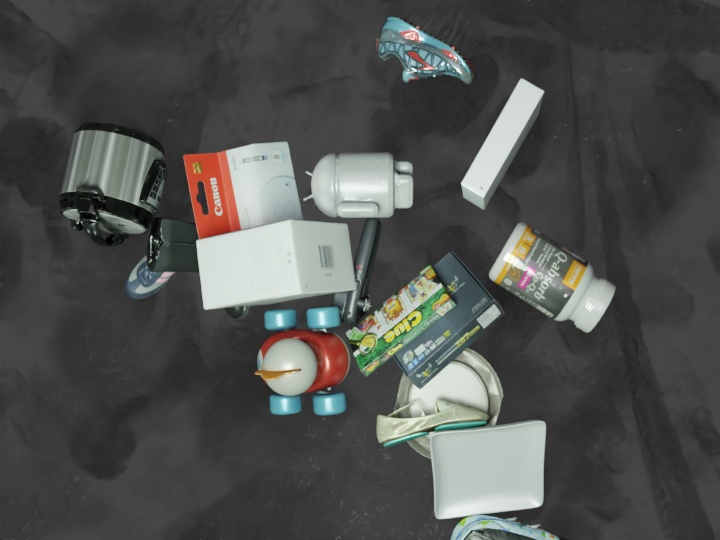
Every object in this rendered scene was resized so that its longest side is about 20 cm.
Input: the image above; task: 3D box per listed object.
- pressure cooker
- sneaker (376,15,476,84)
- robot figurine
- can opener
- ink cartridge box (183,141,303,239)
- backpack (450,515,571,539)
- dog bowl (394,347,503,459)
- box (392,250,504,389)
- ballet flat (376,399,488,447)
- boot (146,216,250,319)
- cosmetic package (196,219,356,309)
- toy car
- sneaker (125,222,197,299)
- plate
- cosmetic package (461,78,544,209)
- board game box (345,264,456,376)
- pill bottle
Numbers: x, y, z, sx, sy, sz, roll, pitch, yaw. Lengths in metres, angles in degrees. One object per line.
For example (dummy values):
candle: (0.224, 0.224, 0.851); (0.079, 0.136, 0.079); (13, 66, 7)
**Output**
pressure cooker: (-0.453, -0.146, 1.465); (0.176, 0.174, 0.205); (-4, 73, 45)
sneaker: (0.117, -0.377, 1.464); (0.198, 0.079, 0.097); (33, 102, 16)
robot figurine: (-0.003, -0.153, 1.437); (0.195, 0.171, 0.115); (-1, 128, 2)
can opener: (0.000, 0.000, 1.462); (0.077, 0.063, 0.205); (16, 90, 8)
ink cartridge box: (-0.207, -0.143, 1.448); (0.197, 0.047, 0.164); (-10, 87, -35)
backpack: (0.247, 0.503, 1.381); (0.196, 0.154, 0.167); (16, 95, -13)
dog bowl: (0.156, 0.233, 1.435); (0.195, 0.059, 0.206); (0, 88, 8)
box: (0.132, 0.083, 1.404); (0.199, 0.051, 0.158); (-41, 40, 5)
ballet flat: (0.120, 0.251, 1.380); (0.195, 0.068, 0.064); (-13, 71, 6)
boot: (-0.286, -0.002, 1.434); (0.065, 0.198, 0.169); (-9, 78, 39)
cosmetic package: (-0.142, -0.009, 1.387); (0.196, 0.198, 0.126); (-11, 86, 26)
toy car: (-0.127, 0.164, 1.391); (0.173, 0.199, 0.189); (-4, 89, 23)
sneaker: (-0.371, -0.022, 1.503); (0.199, 0.082, 0.071); (-41, 83, 5)
plate: (0.219, 0.338, 1.389); (0.194, 0.033, 0.204); (-7, 121, -1)
cosmetic package: (0.244, -0.213, 1.394); (0.051, 0.151, 0.203); (30, 91, 7)
board game box: (0.067, 0.086, 1.401); (0.199, 0.023, 0.105); (-39, 41, 9)
pill bottle: (0.330, 0.014, 1.391); (0.198, 0.116, 0.118); (31, 92, 8)
